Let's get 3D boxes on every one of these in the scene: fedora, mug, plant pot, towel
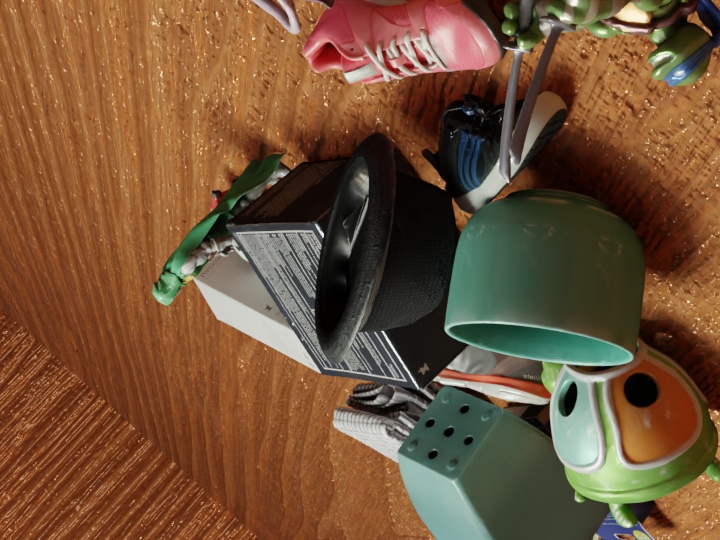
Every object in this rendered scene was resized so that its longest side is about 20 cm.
[{"bbox_3d":[0.026,-0.012,1.187,0.091,0.203,0.201,9,165,-13],"label":"fedora"},{"bbox_3d":[0.135,0.002,1.127,0.183,0.116,0.152,4,167,30],"label":"mug"},{"bbox_3d":[0.136,0.221,1.457,0.141,0.142,0.200,20,156,47],"label":"plant pot"},{"bbox_3d":[0.084,0.192,1.669,0.199,0.086,0.165,30,166,-17],"label":"towel"}]

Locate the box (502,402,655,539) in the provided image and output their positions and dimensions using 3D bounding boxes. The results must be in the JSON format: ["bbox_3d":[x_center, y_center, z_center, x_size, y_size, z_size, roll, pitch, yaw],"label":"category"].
[{"bbox_3d":[0.241,0.224,1.549,0.200,0.032,0.121,47,160,-7],"label":"box"}]

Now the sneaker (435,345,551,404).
[{"bbox_3d":[0.118,0.079,1.440,0.199,0.083,0.077,12,-179,38],"label":"sneaker"}]

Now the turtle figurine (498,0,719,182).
[{"bbox_3d":[0.102,-0.169,0.820,0.199,0.144,0.195,-30,88,26],"label":"turtle figurine"}]

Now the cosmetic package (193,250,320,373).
[{"bbox_3d":[-0.090,0.027,1.672,0.199,0.113,0.081,23,152,39],"label":"cosmetic package"}]

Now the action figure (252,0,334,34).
[{"bbox_3d":[-0.088,-0.241,1.093,0.198,0.150,0.134,11,152,32],"label":"action figure"}]

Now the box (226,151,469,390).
[{"bbox_3d":[0.000,0.000,1.403,0.201,0.123,0.198,58,156,-19],"label":"box"}]

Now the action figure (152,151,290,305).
[{"bbox_3d":[-0.154,-0.041,1.523,0.055,0.200,0.118,44,161,-6],"label":"action figure"}]

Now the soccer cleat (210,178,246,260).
[{"bbox_3d":[-0.104,-0.036,1.619,0.199,0.068,0.086,30,141,44],"label":"soccer cleat"}]

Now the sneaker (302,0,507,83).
[{"bbox_3d":[0.031,-0.169,1.078,0.199,0.087,0.074,17,149,50],"label":"sneaker"}]

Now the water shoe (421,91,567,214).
[{"bbox_3d":[0.095,-0.102,1.114,0.079,0.072,0.200,44,160,2],"label":"water shoe"}]

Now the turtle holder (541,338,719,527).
[{"bbox_3d":[0.233,0.121,1.247,0.186,0.140,0.133,-76,-36,-68],"label":"turtle holder"}]

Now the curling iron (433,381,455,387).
[{"bbox_3d":[0.047,0.087,1.598,0.049,0.026,0.200,20,163,46],"label":"curling iron"}]

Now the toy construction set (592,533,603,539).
[{"bbox_3d":[0.209,0.315,1.685,0.199,0.093,0.131,19,173,46],"label":"toy construction set"}]
